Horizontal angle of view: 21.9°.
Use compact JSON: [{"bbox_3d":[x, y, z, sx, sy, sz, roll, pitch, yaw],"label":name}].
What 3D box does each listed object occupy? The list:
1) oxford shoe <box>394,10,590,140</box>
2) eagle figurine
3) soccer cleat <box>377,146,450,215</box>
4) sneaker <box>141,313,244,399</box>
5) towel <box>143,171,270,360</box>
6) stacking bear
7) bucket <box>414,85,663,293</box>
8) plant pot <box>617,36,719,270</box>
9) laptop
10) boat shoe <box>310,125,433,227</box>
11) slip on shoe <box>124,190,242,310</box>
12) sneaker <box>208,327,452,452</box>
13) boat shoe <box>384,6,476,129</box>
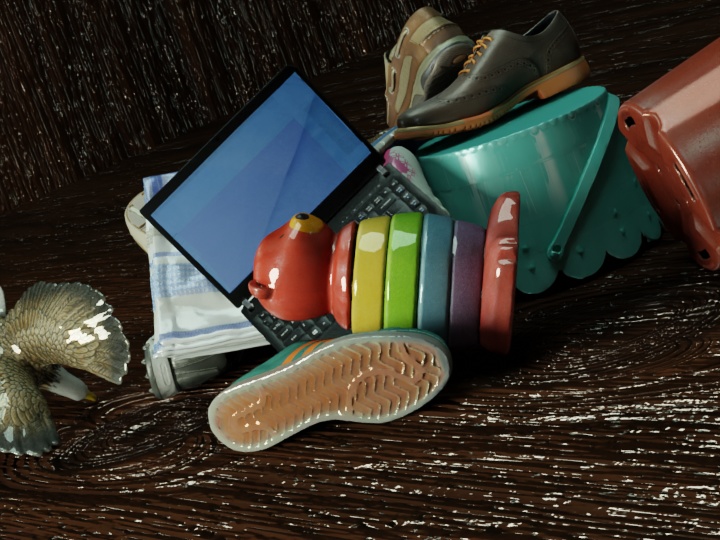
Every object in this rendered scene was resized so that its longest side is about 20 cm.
[{"bbox_3d":[0.107,-0.169,1.634,0.200,0.073,0.071,-26,12,-26],"label":"oxford shoe"},{"bbox_3d":[-0.302,0.086,1.707,0.151,0.152,0.200,-2,1,-18],"label":"eagle figurine"},{"bbox_3d":[0.059,-0.020,1.541,0.086,0.070,0.200,-11,56,13],"label":"soccer cleat"},{"bbox_3d":[-0.143,0.063,1.696,0.090,0.066,0.200,-13,13,3],"label":"sneaker"},{"bbox_3d":[-0.117,-0.015,1.633,0.147,0.024,0.200,-9,55,0],"label":"towel"},{"bbox_3d":[0.017,0.003,1.408,0.200,0.114,0.121,4,28,4],"label":"stacking bear"},{"bbox_3d":[0.152,-0.070,1.620,0.207,0.135,0.207,-19,11,4],"label":"bucket"},{"bbox_3d":[0.317,-0.110,1.429,0.195,0.201,0.201,-29,12,-5],"label":"plant pot"},{"bbox_3d":[-0.041,-0.033,1.485,0.177,0.103,0.200,-45,53,-1],"label":"laptop"},{"bbox_3d":[-0.004,-0.085,1.632,0.072,0.072,0.200,7,25,33],"label":"boat shoe"},{"bbox_3d":[-0.134,-0.004,1.684,0.200,0.061,0.076,30,64,30],"label":"slip on shoe"},{"bbox_3d":[-0.017,0.076,1.390,0.200,0.071,0.080,-16,16,25],"label":"sneaker"},{"bbox_3d":[0.058,-0.184,1.735,0.076,0.072,0.200,-28,-13,-21],"label":"boat shoe"}]
